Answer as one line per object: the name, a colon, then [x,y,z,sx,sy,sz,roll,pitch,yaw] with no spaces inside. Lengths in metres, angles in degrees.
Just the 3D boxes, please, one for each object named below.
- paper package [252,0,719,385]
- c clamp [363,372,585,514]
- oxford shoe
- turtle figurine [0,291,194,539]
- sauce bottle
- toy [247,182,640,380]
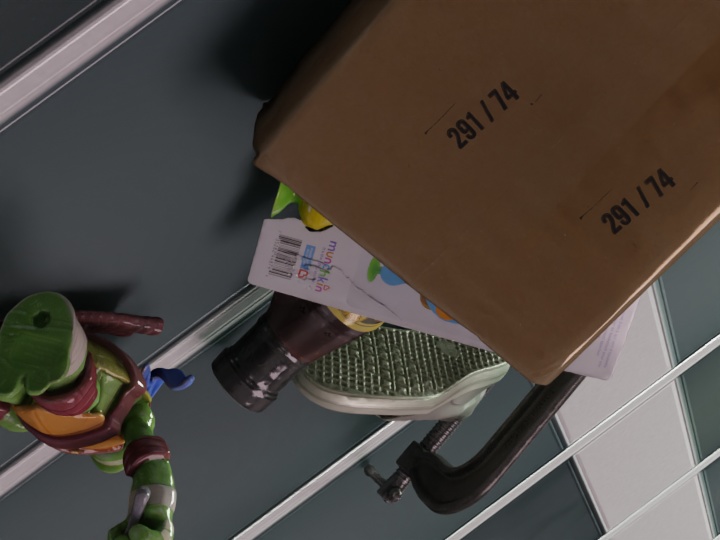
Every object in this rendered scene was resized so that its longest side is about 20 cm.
paper package: [0.083,-0.079,0.862,0.200,0.190,0.104,-48,-169,19]
c clamp: [0.082,0.088,1.252,0.200,0.027,0.171,-47,-162,3]
oxford shoe: [0.025,0.071,1.172,0.200,0.075,0.058,-6,137,-55]
turtle figurine: [-0.165,0.092,0.894,0.200,0.144,0.194,-37,150,-9]
sauce bottle: [0.000,0.000,1.035,0.200,0.066,0.066,-46,153,13]
toy: [0.051,-0.025,0.970,0.199,0.047,0.115,14,115,-7]
